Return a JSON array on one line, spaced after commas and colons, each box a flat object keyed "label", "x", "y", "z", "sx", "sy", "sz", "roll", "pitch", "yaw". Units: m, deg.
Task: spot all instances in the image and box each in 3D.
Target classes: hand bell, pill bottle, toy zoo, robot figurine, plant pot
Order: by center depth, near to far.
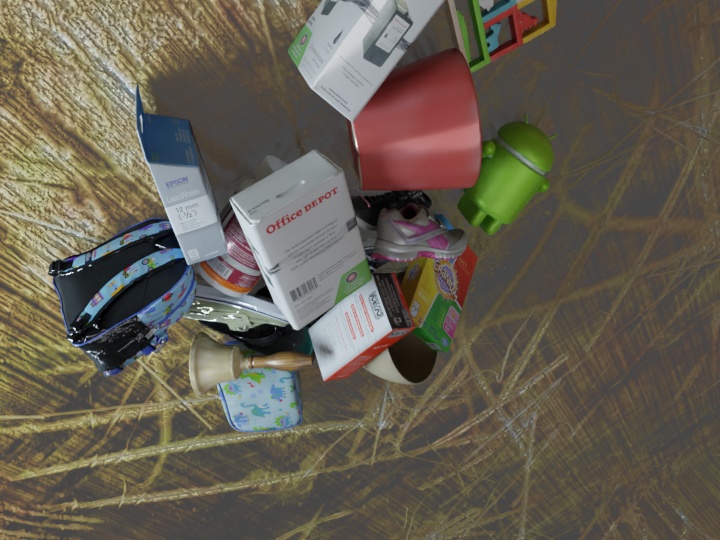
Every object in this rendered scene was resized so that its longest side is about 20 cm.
[{"label": "plant pot", "x": 0.069, "y": -0.208, "z": 0.861, "sx": 0.171, "sy": 0.203, "sz": 0.205, "roll": -10, "pitch": 130, "yaw": -3}, {"label": "toy zoo", "x": 0.227, "y": -0.404, "z": 0.883, "sx": 0.196, "sy": 0.021, "sz": 0.133, "roll": -29, "pitch": 131, "yaw": -1}, {"label": "pill bottle", "x": -0.165, "y": -0.068, "z": 0.901, "sx": 0.108, "sy": 0.111, "sz": 0.201, "roll": 27, "pitch": 111, "yaw": -37}, {"label": "hand bell", "x": -0.176, "y": 0.155, "z": 0.976, "sx": 0.192, "sy": 0.106, "sz": 0.107, "roll": -1, "pitch": 130, "yaw": 5}, {"label": "robot figurine", "x": 0.255, "y": -0.166, "z": 1.012, "sx": 0.172, "sy": 0.117, "sz": 0.203, "roll": 21, "pitch": 115, "yaw": -29}, {"label": "plant pot", "x": 0.046, "y": 0.116, "z": 1.105, "sx": 0.131, "sy": 0.206, "sz": 0.200, "roll": -13, "pitch": 143, "yaw": 35}]

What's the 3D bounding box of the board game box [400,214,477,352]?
[{"label": "board game box", "x": 0.142, "y": 0.024, "z": 1.079, "sx": 0.152, "sy": 0.039, "sz": 0.205, "roll": 40, "pitch": 64, "yaw": -41}]

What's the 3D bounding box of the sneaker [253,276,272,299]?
[{"label": "sneaker", "x": -0.128, "y": -0.002, "z": 1.001, "sx": 0.071, "sy": 0.087, "sz": 0.201, "roll": 20, "pitch": 139, "yaw": -19}]

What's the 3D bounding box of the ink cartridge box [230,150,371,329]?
[{"label": "ink cartridge box", "x": -0.078, "y": -0.042, "z": 0.828, "sx": 0.143, "sy": 0.084, "sz": 0.204, "roll": -32, "pitch": 134, "yaw": -17}]

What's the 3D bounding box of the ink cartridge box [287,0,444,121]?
[{"label": "ink cartridge box", "x": 0.005, "y": -0.323, "z": 0.760, "sx": 0.083, "sy": 0.147, "sz": 0.201, "roll": 28, "pitch": 110, "yaw": -36}]

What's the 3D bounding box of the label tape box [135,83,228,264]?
[{"label": "label tape box", "x": -0.243, "y": -0.135, "z": 0.791, "sx": 0.064, "sy": 0.145, "sz": 0.205, "roll": -15, "pitch": 130, "yaw": -10}]

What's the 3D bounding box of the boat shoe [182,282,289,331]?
[{"label": "boat shoe", "x": -0.202, "y": 0.068, "z": 0.968, "sx": 0.193, "sy": 0.072, "sz": 0.064, "roll": 12, "pitch": 90, "yaw": 7}]

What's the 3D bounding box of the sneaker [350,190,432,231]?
[{"label": "sneaker", "x": 0.042, "y": -0.119, "z": 0.987, "sx": 0.196, "sy": 0.071, "sz": 0.101, "roll": 14, "pitch": 117, "yaw": -39}]

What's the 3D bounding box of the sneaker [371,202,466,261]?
[{"label": "sneaker", "x": 0.104, "y": -0.065, "z": 0.956, "sx": 0.195, "sy": 0.080, "sz": 0.092, "roll": -4, "pitch": 98, "yaw": -40}]

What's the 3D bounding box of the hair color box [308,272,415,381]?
[{"label": "hair color box", "x": -0.003, "y": 0.099, "z": 0.985, "sx": 0.060, "sy": 0.104, "sz": 0.199, "roll": 0, "pitch": 150, "yaw": -41}]

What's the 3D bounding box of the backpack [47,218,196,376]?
[{"label": "backpack", "x": -0.332, "y": 0.028, "z": 0.863, "sx": 0.197, "sy": 0.183, "sz": 0.136, "roll": -33, "pitch": 142, "yaw": -12}]

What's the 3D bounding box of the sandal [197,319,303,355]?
[{"label": "sandal", "x": -0.191, "y": 0.099, "z": 1.010, "sx": 0.195, "sy": 0.048, "sz": 0.078, "roll": 19, "pitch": 81, "yaw": -15}]

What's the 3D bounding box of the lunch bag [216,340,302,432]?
[{"label": "lunch bag", "x": -0.193, "y": 0.219, "z": 1.114, "sx": 0.155, "sy": 0.084, "sz": 0.205, "roll": -7, "pitch": 129, "yaw": -3}]

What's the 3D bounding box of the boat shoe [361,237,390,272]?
[{"label": "boat shoe", "x": 0.000, "y": 0.000, "z": 1.010, "sx": 0.193, "sy": 0.096, "sz": 0.075, "roll": -7, "pitch": 169, "yaw": 2}]

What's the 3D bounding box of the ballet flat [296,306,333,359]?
[{"label": "ballet flat", "x": -0.079, "y": 0.099, "z": 1.099, "sx": 0.066, "sy": 0.068, "sz": 0.205, "roll": -9, "pitch": 129, "yaw": -28}]
